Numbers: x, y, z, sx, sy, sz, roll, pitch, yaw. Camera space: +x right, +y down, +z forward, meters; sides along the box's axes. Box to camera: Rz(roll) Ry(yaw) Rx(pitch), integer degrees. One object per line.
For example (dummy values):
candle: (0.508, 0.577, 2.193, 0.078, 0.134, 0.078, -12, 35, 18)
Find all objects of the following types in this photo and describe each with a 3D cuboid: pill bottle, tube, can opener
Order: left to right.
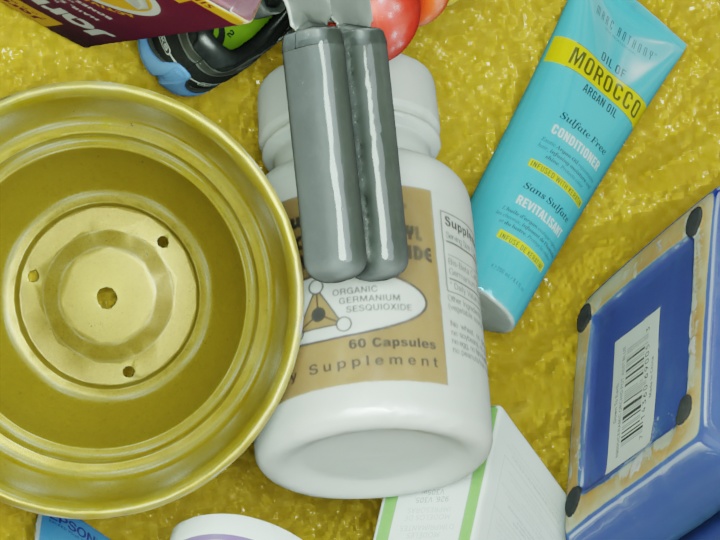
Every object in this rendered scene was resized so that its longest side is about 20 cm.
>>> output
can opener: (-0.022, -0.092, 1.349, 0.053, 0.067, 0.200, -2, 84, -43)
pill bottle: (0.000, 0.000, 1.415, 0.114, 0.114, 0.200, 8, 63, -27)
tube: (0.102, -0.062, 1.534, 0.077, 0.050, 0.200, 41, 67, -28)

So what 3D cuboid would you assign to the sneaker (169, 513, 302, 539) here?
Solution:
sneaker: (-0.032, 0.211, 1.395, 0.201, 0.073, 0.114, 54, 30, -31)

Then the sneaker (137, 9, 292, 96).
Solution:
sneaker: (-0.029, -0.165, 1.444, 0.071, 0.083, 0.200, 44, 71, -20)

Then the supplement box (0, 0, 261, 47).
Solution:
supplement box: (-0.118, -0.167, 1.332, 0.110, 0.200, 0.086, 28, 79, -24)

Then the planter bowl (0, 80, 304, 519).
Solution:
planter bowl: (-0.123, 0.013, 1.375, 0.200, 0.083, 0.201, 0, 90, 3)

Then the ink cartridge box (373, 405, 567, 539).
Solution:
ink cartridge box: (0.047, 0.177, 1.431, 0.104, 0.059, 0.200, 54, 39, -45)

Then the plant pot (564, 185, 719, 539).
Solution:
plant pot: (0.214, 0.074, 1.483, 0.180, 0.200, 0.200, 18, 59, -19)

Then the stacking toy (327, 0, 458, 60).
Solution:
stacking toy: (0.036, -0.165, 1.440, 0.200, 0.085, 0.085, -45, 110, -44)

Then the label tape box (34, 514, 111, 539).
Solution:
label tape box: (-0.129, 0.225, 1.383, 0.143, 0.066, 0.200, 37, 33, -23)
